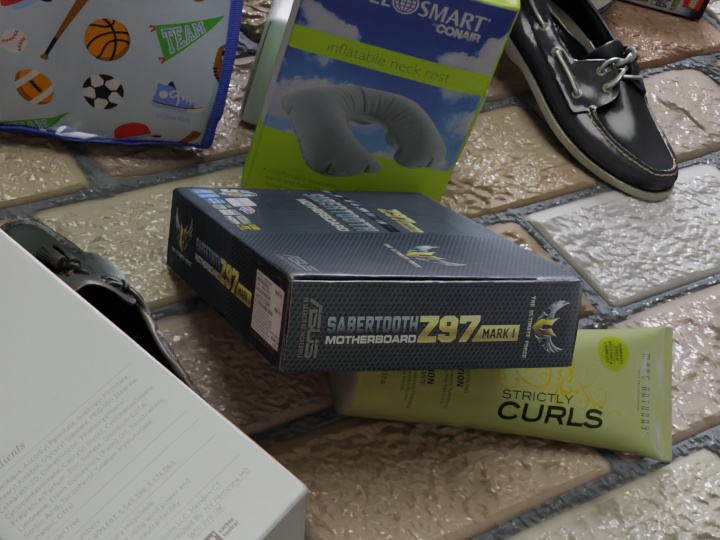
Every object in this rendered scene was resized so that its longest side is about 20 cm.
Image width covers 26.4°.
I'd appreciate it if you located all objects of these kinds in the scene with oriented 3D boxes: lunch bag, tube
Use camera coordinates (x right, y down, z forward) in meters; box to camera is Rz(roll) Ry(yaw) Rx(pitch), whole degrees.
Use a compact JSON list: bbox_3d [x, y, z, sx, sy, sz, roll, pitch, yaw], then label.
[{"bbox_3d":[-0.157,-0.176,0.908,0.170,0.200,0.124,4,11,-19],"label":"lunch bag"},{"bbox_3d":[0.084,0.059,0.842,0.200,0.058,0.052,7,31,-18],"label":"tube"}]

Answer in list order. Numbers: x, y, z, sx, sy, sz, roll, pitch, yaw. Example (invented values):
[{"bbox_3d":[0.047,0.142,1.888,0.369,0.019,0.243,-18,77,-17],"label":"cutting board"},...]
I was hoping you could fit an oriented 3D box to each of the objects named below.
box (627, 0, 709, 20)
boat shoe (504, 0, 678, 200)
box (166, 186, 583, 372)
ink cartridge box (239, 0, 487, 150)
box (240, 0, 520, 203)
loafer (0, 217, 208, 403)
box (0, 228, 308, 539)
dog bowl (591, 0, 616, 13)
[{"bbox_3d":[0.236,-0.295,1.326,0.110,0.035,0.200,14,40,-9],"label":"box"},{"bbox_3d":[0.162,-0.138,1.075,0.073,0.063,0.200,-17,65,-39],"label":"boat shoe"},{"bbox_3d":[0.000,0.000,0.810,0.157,0.051,0.200,1,15,-23],"label":"box"},{"bbox_3d":[0.013,-0.165,1.042,0.146,0.084,0.200,18,39,-4],"label":"ink cartridge box"},{"bbox_3d":[0.012,-0.115,0.893,0.122,0.200,0.048,13,40,-9],"label":"box"},{"bbox_3d":[-0.126,0.033,0.772,0.072,0.063,0.200,-16,52,-36],"label":"loafer"},{"bbox_3d":[-0.126,0.088,0.644,0.200,0.124,0.097,38,63,19],"label":"box"},{"bbox_3d":[0.120,-0.278,1.195,0.200,0.074,0.200,4,49,-5],"label":"dog bowl"}]
